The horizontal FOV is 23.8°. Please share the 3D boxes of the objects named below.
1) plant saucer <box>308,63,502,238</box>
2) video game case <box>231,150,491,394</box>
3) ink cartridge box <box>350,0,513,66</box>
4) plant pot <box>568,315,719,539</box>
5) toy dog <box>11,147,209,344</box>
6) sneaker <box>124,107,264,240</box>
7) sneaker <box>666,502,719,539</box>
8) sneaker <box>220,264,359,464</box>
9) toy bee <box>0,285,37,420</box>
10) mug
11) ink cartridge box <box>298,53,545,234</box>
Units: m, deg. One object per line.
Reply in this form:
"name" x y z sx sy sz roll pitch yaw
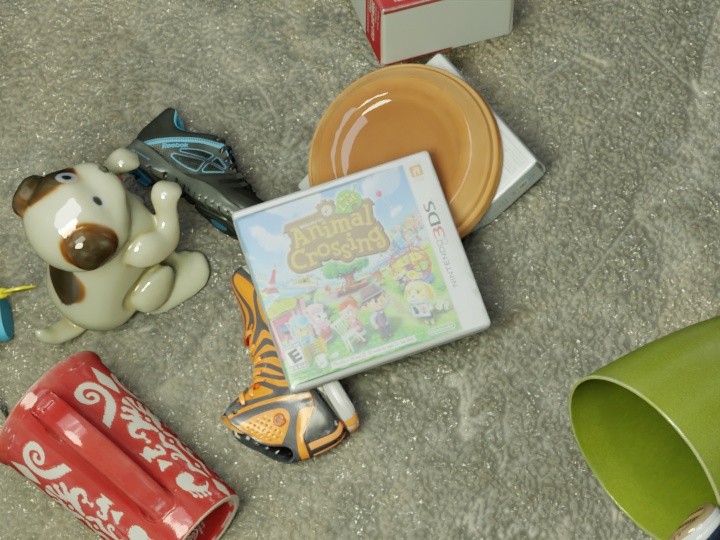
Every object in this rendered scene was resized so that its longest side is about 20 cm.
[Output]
"plant saucer" 0.039 -0.110 1.681 0.199 0.037 0.201 -4 78 17
"video game case" 0.000 0.000 1.608 0.199 0.022 0.183 -18 77 -6
"ink cartridge box" 0.055 -0.321 1.748 0.144 0.084 0.200 -16 55 -10
"plant pot" 0.322 0.121 1.528 0.200 0.187 0.187 -34 67 -23
"toy dog" -0.260 -0.032 1.635 0.194 0.200 0.140 -36 68 -9
"sneaker" -0.146 -0.095 1.715 0.200 0.073 0.082 32 73 17
"sneaker" 0.286 0.284 1.453 0.108 0.200 0.070 43 49 15
"sneaker" -0.096 0.094 1.629 0.112 0.078 0.200 -31 68 -7
"toy bee" -0.375 0.044 1.669 0.131 0.109 0.200 -30 67 -7
"mug" -0.229 0.190 1.564 0.200 0.177 0.134 39 107 15
"ink cartridge box" 0.061 -0.093 1.715 0.200 0.047 0.160 -42 69 7
